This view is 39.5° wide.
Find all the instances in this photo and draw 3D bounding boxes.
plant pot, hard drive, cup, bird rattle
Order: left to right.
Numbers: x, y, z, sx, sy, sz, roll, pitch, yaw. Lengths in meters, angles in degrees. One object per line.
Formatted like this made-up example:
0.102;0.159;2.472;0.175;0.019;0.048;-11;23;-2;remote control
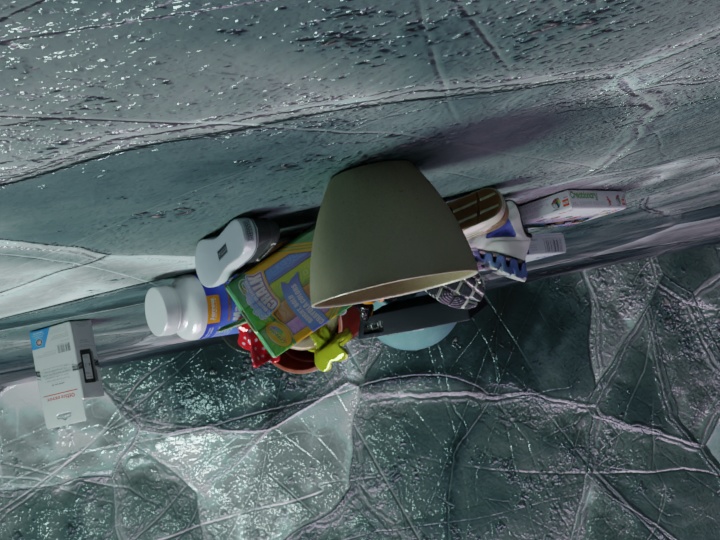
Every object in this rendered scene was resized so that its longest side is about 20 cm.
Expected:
-0.108;0.086;1.704;0.199;0.164;0.113;10;-175;-2;bird rattle
-0.086;0.088;2.024;0.200;0.202;0.195;-15;-179;25;plant pot
0.026;-0.046;1.173;0.199;0.144;0.200;-12;174;-1;cup
0.081;0.036;1.845;0.199;0.201;0.135;-13;163;11;plant pot
0.103;0.071;1.684;0.199;0.043;0.135;-12;-175;24;hard drive

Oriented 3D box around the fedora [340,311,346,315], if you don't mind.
-0.126;0.070;1.806;0.177;0.091;0.200;33;167;-31;fedora

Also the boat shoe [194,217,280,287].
-0.170;-0.024;1.363;0.056;0.069;0.200;-8;171;-31;boat shoe

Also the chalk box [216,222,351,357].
-0.107;0.038;1.397;0.199;0.124;0.124;-35;-176;0;chalk box

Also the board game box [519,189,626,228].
0.362;-0.107;1.753;0.126;0.035;0.199;-18;171;40;board game box

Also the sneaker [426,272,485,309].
0.110;-0.012;1.580;0.078;0.199;0.080;-56;-171;13;sneaker

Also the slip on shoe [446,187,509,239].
0.124;-0.066;1.493;0.199;0.076;0.061;-21;155;15;slip on shoe

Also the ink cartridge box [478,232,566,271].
0.225;-0.023;1.764;0.196;0.044;0.199;-6;172;-44;ink cartridge box

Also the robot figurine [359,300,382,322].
0.000;0.000;1.571;0.058;0.146;0.200;-11;165;11;robot figurine

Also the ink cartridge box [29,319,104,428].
-0.594;0.211;2.040;0.115;0.201;0.068;-14;173;27;ink cartridge box

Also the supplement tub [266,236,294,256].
-0.103;0.014;1.567;0.122;0.123;0.200;-11;174;-4;supplement tub

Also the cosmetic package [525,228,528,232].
0.208;-0.069;1.731;0.082;0.051;0.200;-14;174;35;cosmetic package

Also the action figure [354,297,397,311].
0.034;-0.001;1.739;0.102;0.120;0.200;0;162;-39;action figure

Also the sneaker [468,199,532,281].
0.188;-0.069;1.583;0.198;0.116;0.081;22;175;-13;sneaker

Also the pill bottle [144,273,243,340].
-0.260;0.059;1.714;0.199;0.113;0.112;-7;172;-38;pill bottle

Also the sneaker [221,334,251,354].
-0.242;0.089;1.883;0.199;0.084;0.121;30;-168;11;sneaker
